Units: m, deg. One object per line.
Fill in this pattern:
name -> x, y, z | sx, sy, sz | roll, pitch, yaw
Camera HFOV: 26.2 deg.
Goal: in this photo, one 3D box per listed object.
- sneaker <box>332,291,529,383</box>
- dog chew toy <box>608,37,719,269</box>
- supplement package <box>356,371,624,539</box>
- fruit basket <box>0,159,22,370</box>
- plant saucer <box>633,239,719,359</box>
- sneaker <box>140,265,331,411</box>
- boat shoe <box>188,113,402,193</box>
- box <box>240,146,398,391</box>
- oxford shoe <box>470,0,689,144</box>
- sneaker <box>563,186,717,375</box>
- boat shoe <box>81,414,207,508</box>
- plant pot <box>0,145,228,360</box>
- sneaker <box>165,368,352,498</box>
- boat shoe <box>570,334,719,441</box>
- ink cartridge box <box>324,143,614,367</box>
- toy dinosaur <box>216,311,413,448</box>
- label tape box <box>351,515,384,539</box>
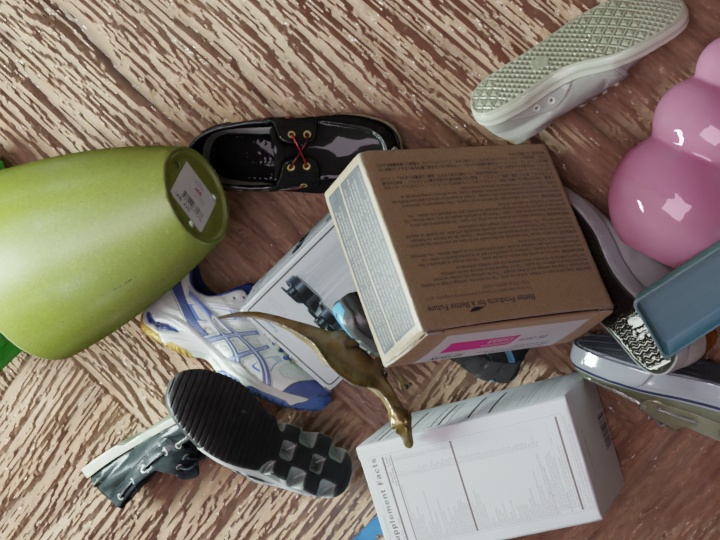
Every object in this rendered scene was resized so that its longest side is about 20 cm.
sneaker -> 0.067, 0.037, 1.340 | 0.082, 0.199, 0.073 | -62, 36, 24
dog chew toy -> 0.284, -0.101, 1.261 | 0.124, 0.124, 0.201 | 26, 100, 14
supplement package -> 0.116, 0.172, 1.372 | 0.199, 0.109, 0.114 | -15, 94, 22
fruit basket -> -0.409, -0.012, 1.543 | 0.214, 0.156, 0.217 | -2, 59, 4
plant saucer -> 0.310, -0.008, 1.225 | 0.200, 0.019, 0.070 | -34, 123, 4
sneaker -> -0.108, 0.060, 1.458 | 0.199, 0.075, 0.088 | 28, 91, 5
boat shoe -> -0.061, -0.105, 1.418 | 0.200, 0.063, 0.074 | -1, 97, 19
box -> 0.000, 0.000, 1.396 | 0.117, 0.060, 0.200 | 41, 112, -11
oxford shoe -> 0.189, -0.172, 1.318 | 0.199, 0.075, 0.058 | -29, 130, 15
sneaker -> 0.228, 0.006, 1.334 | 0.200, 0.084, 0.073 | 55, 135, 25
boat shoe -> -0.184, 0.177, 1.506 | 0.199, 0.074, 0.066 | -31, 90, 23
plant pot -> -0.225, -0.035, 1.413 | 0.199, 0.187, 0.188 | -19, 92, 28
sneaker -> -0.110, 0.158, 1.432 | 0.200, 0.074, 0.088 | 35, 155, -26
boat shoe -> 0.273, 0.108, 1.325 | 0.199, 0.072, 0.062 | 16, 112, 16
ink cartridge box -> 0.089, -0.016, 1.278 | 0.075, 0.199, 0.166 | -43, 59, 50
toy dinosaur -> -0.019, 0.068, 1.338 | 0.200, 0.101, 0.058 | 36, 109, 1
label tape box -> 0.069, 0.313, 1.397 | 0.200, 0.144, 0.063 | 36, 112, 12
